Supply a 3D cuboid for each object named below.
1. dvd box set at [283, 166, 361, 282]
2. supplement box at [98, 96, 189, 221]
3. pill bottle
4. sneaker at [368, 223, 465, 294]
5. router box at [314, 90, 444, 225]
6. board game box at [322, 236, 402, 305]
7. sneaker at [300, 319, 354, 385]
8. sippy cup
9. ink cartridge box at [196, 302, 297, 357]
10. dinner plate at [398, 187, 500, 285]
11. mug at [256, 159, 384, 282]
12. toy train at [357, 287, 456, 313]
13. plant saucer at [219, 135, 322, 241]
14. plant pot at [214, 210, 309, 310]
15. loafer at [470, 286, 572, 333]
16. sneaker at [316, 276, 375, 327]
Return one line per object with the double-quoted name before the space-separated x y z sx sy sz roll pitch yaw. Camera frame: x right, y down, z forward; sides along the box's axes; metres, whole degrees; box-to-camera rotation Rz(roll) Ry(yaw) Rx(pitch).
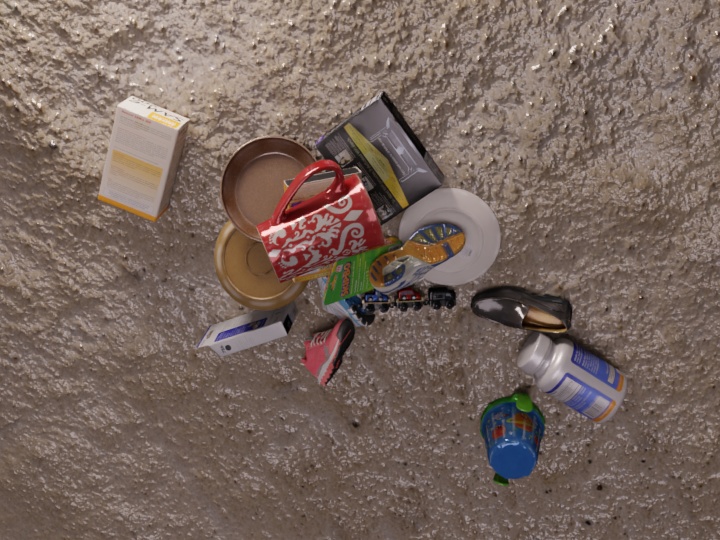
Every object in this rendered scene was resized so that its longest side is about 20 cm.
"dvd box set" -0.065 -0.083 1.640 0.144 0.029 0.202 -13 123 -17
"supplement box" -0.417 -0.214 1.704 0.125 0.074 0.202 22 116 0
"pill bottle" 0.411 0.202 1.733 0.198 0.112 0.113 31 116 -5
"sneaker" 0.108 -0.022 1.687 0.198 0.088 0.076 -25 68 1
"router box" 0.037 -0.203 1.643 0.156 0.052 0.201 -31 106 22
"board game box" 0.000 0.000 1.672 0.030 0.199 0.097 31 120 28
"sneaker" -0.075 0.157 1.794 0.086 0.074 0.201 33 139 8
"sippy cup" 0.310 0.350 1.806 0.138 0.131 0.179 -20 110 18
"ink cartridge box" -0.231 0.122 1.812 0.197 0.100 0.040 -17 112 17
"dinner plate" 0.170 -0.060 1.703 0.197 0.024 0.203 4 116 7
"mug" -0.081 -0.087 1.551 0.198 0.133 0.180 -24 96 -4
"toy train" 0.092 0.055 1.740 0.197 0.034 0.047 -3 103 -7
"plant saucer" -0.165 -0.151 1.673 0.197 0.037 0.204 0 85 1
"plant pot" -0.189 -0.023 1.706 0.197 0.027 0.203 0 93 6
"loafer" 0.311 0.080 1.715 0.197 0.072 0.074 3 116 9
"sneaker" -0.059 0.037 1.763 0.086 0.075 0.201 -24 101 40
